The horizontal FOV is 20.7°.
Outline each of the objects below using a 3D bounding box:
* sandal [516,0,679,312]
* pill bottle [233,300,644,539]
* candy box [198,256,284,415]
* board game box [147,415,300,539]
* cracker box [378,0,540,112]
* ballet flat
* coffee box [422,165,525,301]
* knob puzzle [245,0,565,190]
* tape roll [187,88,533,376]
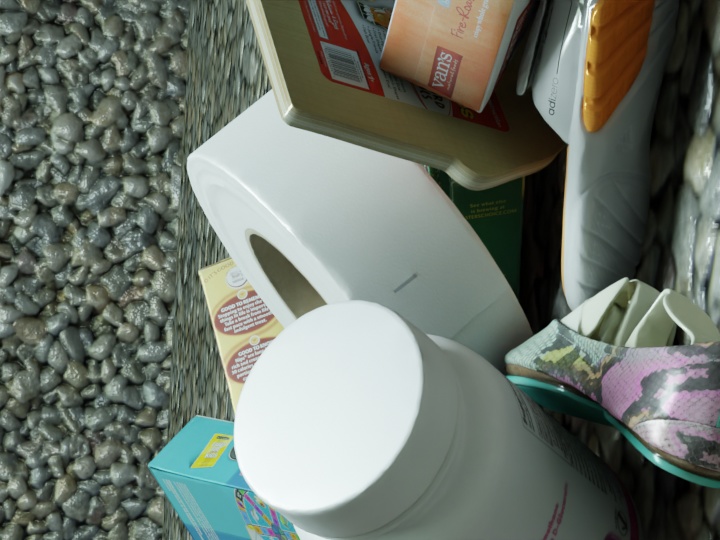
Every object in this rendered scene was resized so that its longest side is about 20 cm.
[{"bbox_3d":[0.100,-0.080,0.912,0.059,0.079,0.209,17,111,32],"label":"sandal"},{"bbox_3d":[0.037,0.098,0.878,0.200,0.113,0.114,40,-143,-47],"label":"pill bottle"},{"bbox_3d":[-0.045,0.098,1.285,0.117,0.056,0.201,62,-172,-61],"label":"candy box"},{"bbox_3d":[-0.007,0.161,1.078,0.199,0.047,0.152,6,133,46],"label":"board game box"},{"bbox_3d":[0.081,-0.188,0.914,0.201,0.057,0.134,-58,-10,-40],"label":"cracker box"},{"bbox_3d":[0.122,0.041,0.867,0.072,0.069,0.200,-69,16,0],"label":"ballet flat"},{"bbox_3d":[0.062,-0.026,1.116,0.201,0.044,0.124,87,176,-48],"label":"coffee box"},{"bbox_3d":[0.025,-0.107,0.962,0.031,0.218,0.221,-52,31,34],"label":"knob puzzle"},{"bbox_3d":[0.000,0.000,1.006,0.203,0.071,0.203,48,167,14],"label":"tape roll"}]
